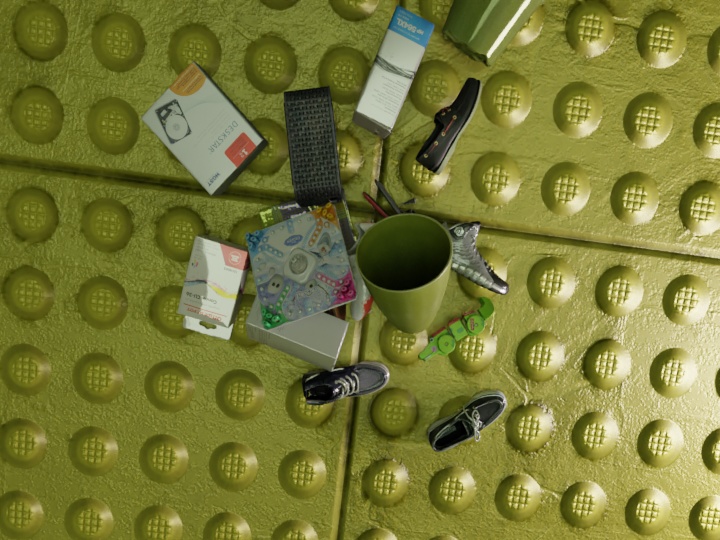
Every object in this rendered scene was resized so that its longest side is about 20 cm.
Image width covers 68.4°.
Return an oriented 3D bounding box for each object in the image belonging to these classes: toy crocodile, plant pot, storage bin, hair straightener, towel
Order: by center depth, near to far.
[{"bbox_3d":[0.252,-0.512,1.014,0.196,0.201,0.193,31,106,-5],"label":"plant pot"},{"bbox_3d":[-0.090,-0.236,1.035,0.090,0.135,0.208,-7,90,0],"label":"storage bin"},{"bbox_3d":[0.096,0.028,1.049,0.181,0.191,0.203,-16,139,0],"label":"plant pot"},{"bbox_3d":[0.094,-0.115,1.092,0.077,0.041,0.201,-44,80,10],"label":"hair straightener"},{"bbox_3d":[-0.108,-0.085,1.119,0.193,0.023,0.149,-14,97,-1],"label":"towel"},{"bbox_3d":[0.204,0.130,1.133,0.197,0.068,0.063,-33,78,0],"label":"toy crocodile"}]

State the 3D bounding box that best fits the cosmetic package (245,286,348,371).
[{"bbox_3d":[-0.130,0.124,1.083,0.194,0.108,0.087,21,64,-2],"label":"cosmetic package"}]

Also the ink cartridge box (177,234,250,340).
[{"bbox_3d":[-0.306,0.042,1.103,0.112,0.068,0.207,15,96,-3],"label":"ink cartridge box"}]

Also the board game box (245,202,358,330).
[{"bbox_3d":[-0.120,-0.012,1.028,0.194,0.026,0.206,-18,71,7],"label":"board game box"}]

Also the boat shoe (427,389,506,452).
[{"bbox_3d":[0.236,0.331,1.154,0.194,0.068,0.076,-24,97,1],"label":"boat shoe"}]

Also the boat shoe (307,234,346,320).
[{"bbox_3d":[-0.074,0.022,1.105,0.068,0.071,0.207,-2,109,17],"label":"boat shoe"}]

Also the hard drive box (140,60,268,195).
[{"bbox_3d":[-0.308,-0.280,1.063,0.156,0.077,0.200,-44,96,4],"label":"hard drive box"}]

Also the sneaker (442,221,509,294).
[{"bbox_3d":[0.245,-0.039,1.112,0.195,0.075,0.118,28,93,-4],"label":"sneaker"}]

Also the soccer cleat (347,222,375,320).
[{"bbox_3d":[0.000,0.000,1.098,0.083,0.068,0.207,13,93,-36],"label":"soccer cleat"}]

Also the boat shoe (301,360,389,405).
[{"bbox_3d":[-0.031,0.246,1.123,0.192,0.093,0.078,-10,97,-1],"label":"boat shoe"}]

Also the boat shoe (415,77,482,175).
[{"bbox_3d":[0.181,-0.301,1.078,0.062,0.074,0.206,26,99,-13],"label":"boat shoe"}]

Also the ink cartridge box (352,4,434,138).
[{"bbox_3d":[0.058,-0.376,1.029,0.082,0.146,0.205,23,95,-5],"label":"ink cartridge box"}]
